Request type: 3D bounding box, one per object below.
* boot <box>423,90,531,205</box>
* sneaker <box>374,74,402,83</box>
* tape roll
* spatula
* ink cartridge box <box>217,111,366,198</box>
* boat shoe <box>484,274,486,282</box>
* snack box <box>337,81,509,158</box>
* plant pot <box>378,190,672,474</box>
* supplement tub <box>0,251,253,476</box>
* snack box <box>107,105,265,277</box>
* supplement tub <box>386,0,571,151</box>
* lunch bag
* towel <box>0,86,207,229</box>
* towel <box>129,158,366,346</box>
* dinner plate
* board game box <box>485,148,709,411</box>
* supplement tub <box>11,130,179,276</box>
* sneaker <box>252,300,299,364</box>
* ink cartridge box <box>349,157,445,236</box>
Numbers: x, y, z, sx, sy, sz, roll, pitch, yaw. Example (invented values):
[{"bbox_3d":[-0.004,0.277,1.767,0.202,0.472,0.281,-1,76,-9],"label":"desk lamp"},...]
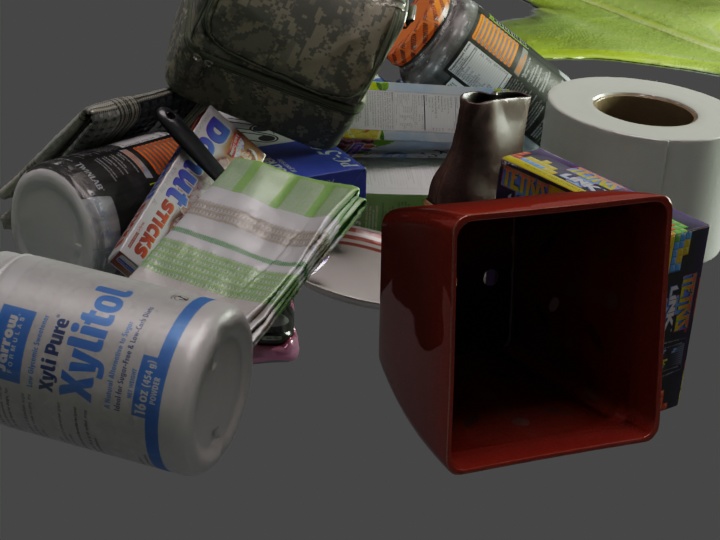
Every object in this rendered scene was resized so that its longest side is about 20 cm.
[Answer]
[{"bbox_3d":[0.143,-0.086,1.711,0.072,0.167,0.199,29,21,37],"label":"boot"},{"bbox_3d":[0.023,-0.194,2.083,0.145,0.081,0.200,8,17,-20],"label":"sneaker"},{"bbox_3d":[0.281,-0.102,1.836,0.201,0.140,0.203,5,24,-2],"label":"tape roll"},{"bbox_3d":[-0.107,-0.073,1.579,0.200,0.021,0.057,42,38,2],"label":"spatula"},{"bbox_3d":[-0.080,-0.106,1.731,0.093,0.045,0.200,-10,27,-25],"label":"ink cartridge box"},{"bbox_3d":[0.174,-0.039,1.675,0.199,0.070,0.071,-27,23,-27],"label":"boat shoe"},{"bbox_3d":[0.037,-0.145,1.867,0.198,0.068,0.169,0,-9,-15],"label":"snack box"},{"bbox_3d":[0.113,0.028,1.442,0.199,0.202,0.176,-6,17,-27],"label":"plant pot"},{"bbox_3d":[-0.192,0.068,1.335,0.199,0.133,0.132,12,24,16],"label":"supplement tub"},{"bbox_3d":[-0.150,-0.057,1.579,0.072,0.024,0.201,41,46,-16],"label":"snack box"},{"bbox_3d":[0.130,-0.217,1.987,0.200,0.123,0.123,36,17,-16],"label":"supplement tub"},{"bbox_3d":[-0.068,-0.230,1.656,0.199,0.168,0.140,21,45,-15],"label":"lunch bag"},{"bbox_3d":[-0.238,-0.117,1.715,0.192,0.200,0.035,-22,76,-48],"label":"towel"},{"bbox_3d":[-0.105,-0.015,1.476,0.148,0.031,0.200,17,53,30],"label":"towel"},{"bbox_3d":[0.000,0.000,1.653,0.199,0.024,0.200,13,18,-4],"label":"dinner plate"},{"bbox_3d":[0.194,0.007,1.525,0.056,0.166,0.200,-12,29,-38],"label":"board game box"},{"bbox_3d":[-0.209,-0.058,1.633,0.122,0.123,0.199,22,28,34],"label":"supplement tub"},{"bbox_3d":[-0.098,0.003,1.557,0.078,0.096,0.200,-6,25,-19],"label":"sneaker"},{"bbox_3d":[-0.004,-0.070,1.791,0.198,0.060,0.104,1,24,-5],"label":"ink cartridge box"}]
